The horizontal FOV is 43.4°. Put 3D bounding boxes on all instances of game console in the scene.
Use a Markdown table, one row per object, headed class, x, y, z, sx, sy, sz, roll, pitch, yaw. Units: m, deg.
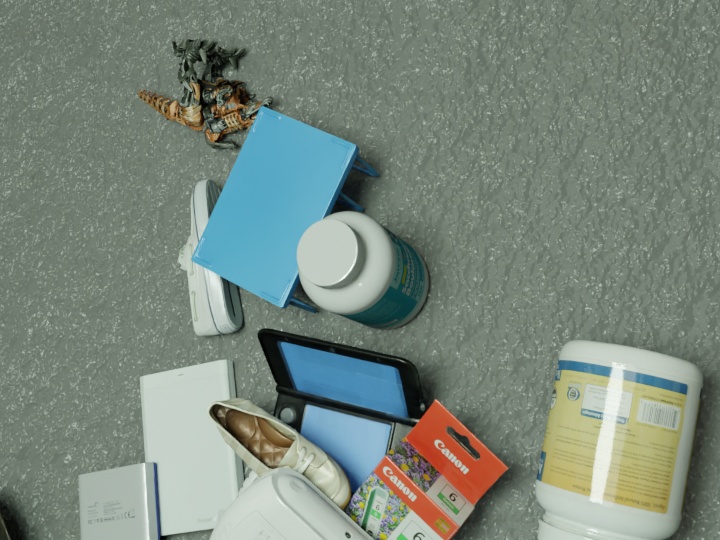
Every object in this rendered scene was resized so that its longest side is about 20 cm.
| class | x | y | z | sx | sy | sz | roll | pitch | yaw |
| --- | --- | --- | --- | --- | --- | --- | --- | --- | --- |
| game console | -0.031 | 0.175 | 1.033 | 0.197 | 0.116 | 0.179 | 10 | 83 | 23 |

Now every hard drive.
| class | x | y | z | sx | sy | sz | roll | pitch | yaw |
| --- | --- | --- | --- | --- | --- | --- | --- | --- | --- |
| hard drive | -0.302 | 0.353 | 1.139 | 0.131 | 0.025 | 0.203 | -16 | 74 | 33 |
| hard drive | -0.213 | 0.224 | 1.144 | 0.130 | 0.026 | 0.203 | -12 | 75 | 19 |

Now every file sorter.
| class | x | y | z | sx | sy | sz | roll | pitch | yaw |
| --- | --- | --- | --- | --- | --- | --- | --- | --- | --- |
| file sorter | -0.083 | -0.065 | 1.097 | 0.138 | 0.123 | 0.202 | 25 | 89 | 24 |

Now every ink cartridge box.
| class | x | y | z | sx | sy | sz | roll | pitch | yaw |
| --- | --- | --- | --- | --- | --- | --- | --- | --- | --- |
| ink cartridge box | 0.058 | 0.247 | 0.972 | 0.109 | 0.050 | 0.201 | 42 | 121 | 13 |

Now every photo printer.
| class | x | y | z | sx | sy | sz | roll | pitch | yaw |
| --- | --- | --- | --- | --- | --- | --- | --- | --- | --- |
| photo printer | -0.066 | 0.319 | 0.963 | 0.199 | 0.069 | 0.167 | 40 | 115 | 7 |

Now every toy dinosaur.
| class | x | y | z | sx | sy | sz | roll | pitch | yaw |
| --- | --- | --- | --- | --- | --- | --- | --- | --- | --- |
| toy dinosaur | -0.208 | -0.232 | 1.200 | 0.197 | 0.102 | 0.138 | 4 | 98 | 0 |

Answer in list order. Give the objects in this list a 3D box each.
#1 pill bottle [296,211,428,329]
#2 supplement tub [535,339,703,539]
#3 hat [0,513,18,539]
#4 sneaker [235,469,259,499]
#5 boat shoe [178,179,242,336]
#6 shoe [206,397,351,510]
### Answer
| class | x | y | z | sx | sy | sz | roll | pitch | yaw |
| --- | --- | --- | --- | --- | --- | --- | --- | --- | --- |
| pill bottle | 0.000 | 0.000 | 1.009 | 0.109 | 0.200 | 0.113 | -4 | 79 | 20 |
| supplement tub | 0.255 | 0.181 | 0.905 | 0.143 | 0.144 | 0.203 | 10 | 83 | 22 |
| hat | -0.496 | 0.384 | 1.195 | 0.198 | 0.081 | 0.204 | -2 | 85 | 27 |
| sneaker | -0.124 | 0.327 | 1.047 | 0.081 | 0.074 | 0.202 | 28 | 102 | 33 |
| boat shoe | -0.203 | -0.015 | 1.160 | 0.066 | 0.073 | 0.203 | -13 | 76 | 16 |
| shoe | -0.096 | 0.205 | 1.012 | 0.199 | 0.053 | 0.070 | 30 | 78 | 27 |
